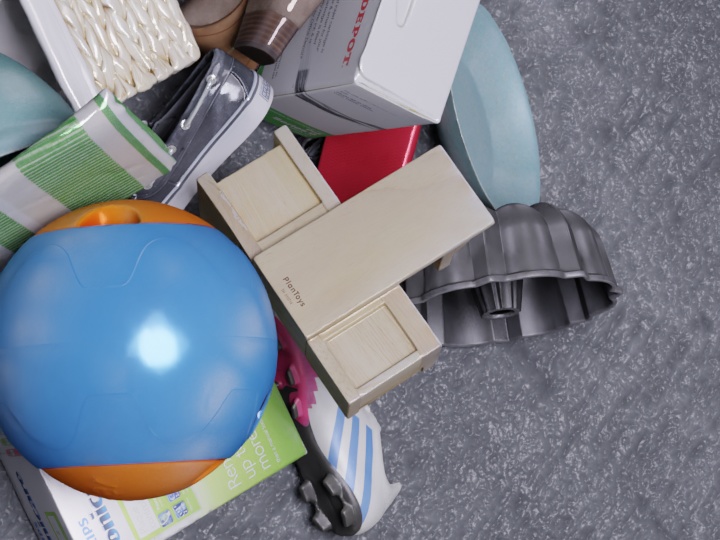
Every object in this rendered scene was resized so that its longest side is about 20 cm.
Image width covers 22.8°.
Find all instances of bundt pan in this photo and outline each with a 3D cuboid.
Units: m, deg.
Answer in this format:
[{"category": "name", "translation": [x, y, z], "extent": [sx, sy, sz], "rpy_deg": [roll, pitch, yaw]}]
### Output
[{"category": "bundt pan", "translation": [0.110, 0.000, 1.459], "extent": [0.200, 0.202, 0.076], "rpy_deg": [2, 71, -29]}]

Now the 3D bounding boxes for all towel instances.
[{"category": "towel", "translation": [-0.227, -0.043, 1.188], "extent": [0.199, 0.153, 0.023], "rpy_deg": [-32, 76, 2]}]

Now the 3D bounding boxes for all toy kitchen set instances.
[{"category": "toy kitchen set", "translation": [0.000, 0.000, 1.344], "extent": [0.162, 0.181, 0.201], "rpy_deg": [-31, 74, -13]}]

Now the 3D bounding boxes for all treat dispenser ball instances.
[{"category": "treat dispenser ball", "translation": [-0.155, 0.053, 1.202], "extent": [0.199, 0.200, 0.203], "rpy_deg": [4, 82, -28]}]

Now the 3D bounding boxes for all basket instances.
[{"category": "basket", "translation": [-0.226, -0.204, 1.329], "extent": [0.123, 0.135, 0.201], "rpy_deg": [-29, 98, -32]}]

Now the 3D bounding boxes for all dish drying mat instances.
[{"category": "dish drying mat", "translation": [0.004, -0.086, 1.450], "extent": [0.076, 0.018, 0.202], "rpy_deg": [14, 87, 18]}]

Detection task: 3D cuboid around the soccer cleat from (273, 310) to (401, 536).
[{"category": "soccer cleat", "translation": [-0.031, 0.115, 1.443], "extent": [0.086, 0.070, 0.201], "rpy_deg": [-31, 102, -44]}]

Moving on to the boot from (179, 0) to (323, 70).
[{"category": "boot", "translation": [-0.075, -0.226, 1.356], "extent": [0.070, 0.199, 0.147], "rpy_deg": [33, 77, -36]}]

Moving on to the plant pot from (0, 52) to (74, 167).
[{"category": "plant pot", "translation": [-0.292, -0.083, 1.228], "extent": [0.199, 0.200, 0.135], "rpy_deg": [-25, 75, -29]}]

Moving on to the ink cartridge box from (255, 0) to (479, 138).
[{"category": "ink cartridge box", "translation": [-0.001, -0.185, 1.362], "extent": [0.084, 0.199, 0.147], "rpy_deg": [23, 80, -29]}]

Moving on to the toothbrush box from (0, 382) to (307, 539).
[{"category": "toothbrush box", "translation": [-0.163, 0.122, 1.350], "extent": [0.199, 0.086, 0.147], "rpy_deg": [-28, 97, -27]}]

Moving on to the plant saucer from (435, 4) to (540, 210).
[{"category": "plant saucer", "translation": [0.099, -0.130, 1.515], "extent": [0.201, 0.038, 0.203], "rpy_deg": [44, 40, -53]}]

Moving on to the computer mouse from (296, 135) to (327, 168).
[{"category": "computer mouse", "translation": [-0.060, -0.179, 1.470], "extent": [0.110, 0.044, 0.200], "rpy_deg": [-45, 111, -21]}]

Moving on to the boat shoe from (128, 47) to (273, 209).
[{"category": "boat shoe", "translation": [-0.153, -0.083, 1.343], "extent": [0.068, 0.072, 0.200], "rpy_deg": [35, 110, -29]}]
